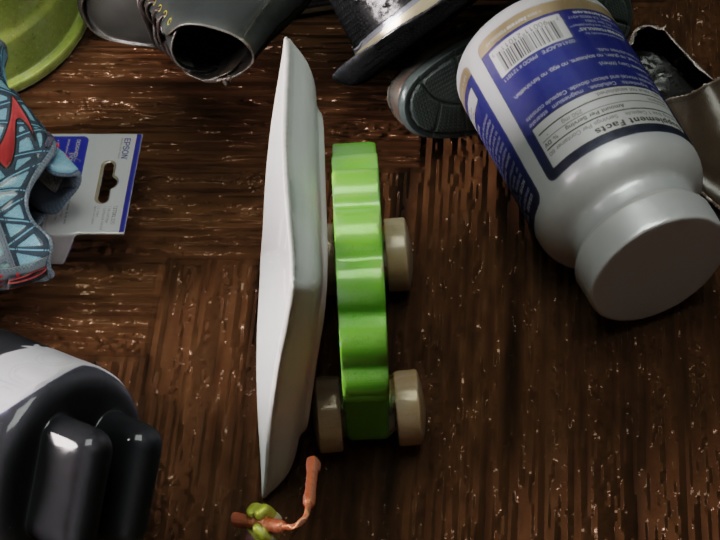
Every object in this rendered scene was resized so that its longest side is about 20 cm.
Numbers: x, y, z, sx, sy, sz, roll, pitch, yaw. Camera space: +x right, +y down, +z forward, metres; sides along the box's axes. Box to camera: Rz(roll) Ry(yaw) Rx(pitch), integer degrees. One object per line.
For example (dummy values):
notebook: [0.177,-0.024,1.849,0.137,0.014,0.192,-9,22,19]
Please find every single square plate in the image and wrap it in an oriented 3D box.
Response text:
square plate: [-0.041,-0.001,1.304,0.028,0.198,0.200,2,48,-6]

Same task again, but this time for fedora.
fedora: [0.044,-0.214,1.486,0.200,0.201,0.092,-39,94,-26]

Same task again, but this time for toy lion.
toy lion: [0.000,0.000,1.301,0.068,0.192,0.200,-3,48,0]

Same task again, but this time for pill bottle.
pill bottle: [0.148,-0.073,1.400,0.115,0.116,0.200,-18,54,-11]

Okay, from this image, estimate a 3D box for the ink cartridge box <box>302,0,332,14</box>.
ink cartridge box: [-0.021,-0.286,1.633,0.164,0.075,0.200,-9,49,-5]

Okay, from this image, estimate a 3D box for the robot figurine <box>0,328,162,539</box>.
robot figurine: [-0.208,0.101,1.266,0.200,0.150,0.125,17,61,35]

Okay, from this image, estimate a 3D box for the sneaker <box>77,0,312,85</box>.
sneaker: [-0.133,-0.177,1.510,0.200,0.075,0.106,-4,36,35]

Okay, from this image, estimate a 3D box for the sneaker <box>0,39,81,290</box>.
sneaker: [-0.228,-0.066,1.424,0.095,0.079,0.201,1,57,-7]

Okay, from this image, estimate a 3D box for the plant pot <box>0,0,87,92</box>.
plant pot: [-0.302,-0.247,1.549,0.200,0.185,0.201,-3,49,3]

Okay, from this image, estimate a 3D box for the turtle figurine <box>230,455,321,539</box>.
turtle figurine: [-0.085,0.198,1.220,0.161,0.064,0.201,-3,57,12]

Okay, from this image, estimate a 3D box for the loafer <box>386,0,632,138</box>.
loafer: [0.096,-0.148,1.517,0.200,0.072,0.063,-26,33,-25]

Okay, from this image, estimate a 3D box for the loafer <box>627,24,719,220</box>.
loafer: [0.222,-0.089,1.441,0.073,0.071,0.200,-28,52,-18]

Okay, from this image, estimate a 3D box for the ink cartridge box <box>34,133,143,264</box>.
ink cartridge box: [-0.247,-0.049,1.470,0.199,0.037,0.095,-1,48,7]
